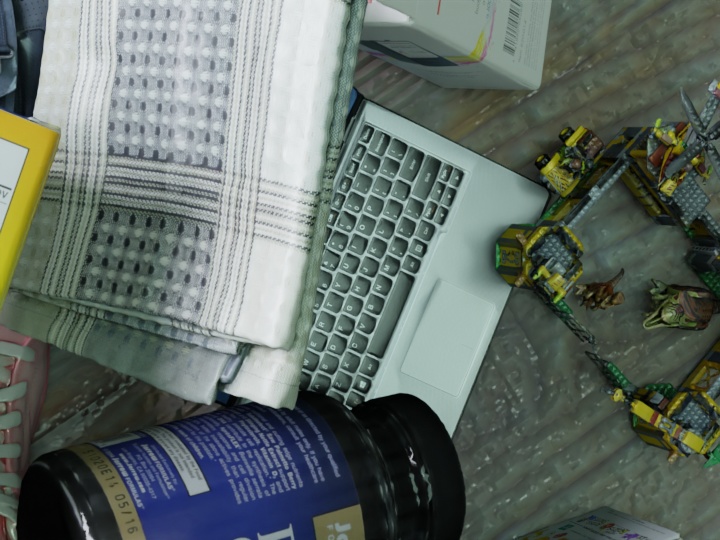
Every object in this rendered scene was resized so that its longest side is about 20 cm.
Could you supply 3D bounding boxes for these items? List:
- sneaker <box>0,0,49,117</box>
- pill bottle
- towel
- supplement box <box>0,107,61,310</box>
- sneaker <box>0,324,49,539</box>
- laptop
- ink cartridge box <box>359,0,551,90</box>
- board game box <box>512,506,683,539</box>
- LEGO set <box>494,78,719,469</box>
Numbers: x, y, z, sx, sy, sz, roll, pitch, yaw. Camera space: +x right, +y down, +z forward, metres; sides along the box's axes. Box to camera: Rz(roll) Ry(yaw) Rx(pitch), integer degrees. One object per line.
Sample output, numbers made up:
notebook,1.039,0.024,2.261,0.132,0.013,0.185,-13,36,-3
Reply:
sneaker,-0.176,-0.157,0.844,0.144,0.077,0.205,1,91,-17
pill bottle,-0.053,0.120,0.790,0.198,0.112,0.113,-12,93,-30
towel,-0.090,-0.049,0.754,0.034,0.191,0.202,3,98,-55
supplement box,-0.217,0.019,0.693,0.108,0.109,0.202,22,80,-22
sneaker,-0.190,0.089,0.821,0.075,0.104,0.203,14,87,-25
laptop,0.000,0.000,0.869,0.198,0.116,0.189,25,84,-13
ink cartridge box,0.032,-0.168,0.842,0.067,0.199,0.119,6,87,29
board game box,0.077,0.214,0.894,0.198,0.105,0.104,-17,94,-13
LEGO set,0.181,0.010,0.905,0.153,0.116,0.201,-39,106,-14
